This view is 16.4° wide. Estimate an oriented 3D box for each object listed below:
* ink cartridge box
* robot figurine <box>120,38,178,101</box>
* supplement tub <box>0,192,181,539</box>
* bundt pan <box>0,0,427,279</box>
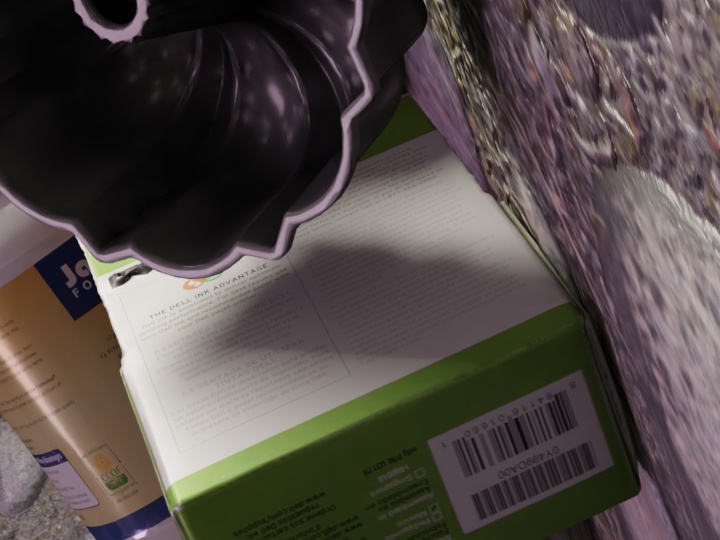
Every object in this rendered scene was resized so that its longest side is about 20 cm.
[{"bbox_3d":[-0.007,0.029,0.885,0.200,0.147,0.076,-120,7,-59],"label":"ink cartridge box"},{"bbox_3d":[-0.059,-0.110,0.981,0.116,0.144,0.201,30,149,42],"label":"robot figurine"},{"bbox_3d":[-0.106,0.013,1.096,0.200,0.144,0.144,54,177,-10],"label":"supplement tub"},{"bbox_3d":[-0.063,-0.104,0.830,0.201,0.076,0.203,16,123,26],"label":"bundt pan"}]
